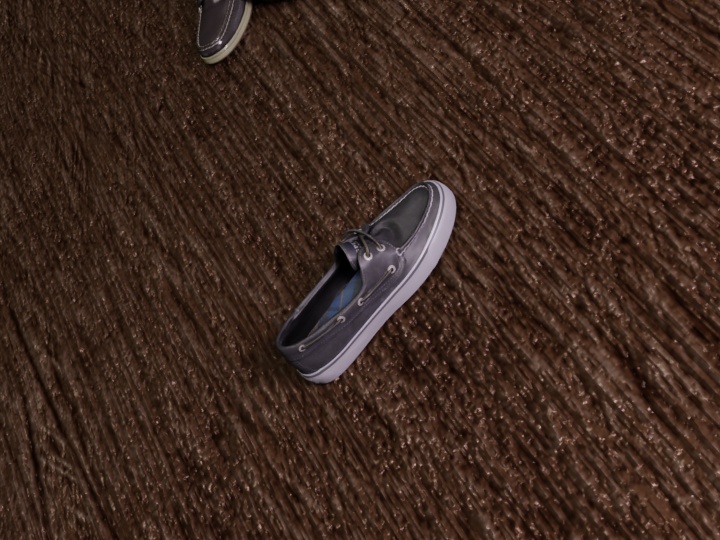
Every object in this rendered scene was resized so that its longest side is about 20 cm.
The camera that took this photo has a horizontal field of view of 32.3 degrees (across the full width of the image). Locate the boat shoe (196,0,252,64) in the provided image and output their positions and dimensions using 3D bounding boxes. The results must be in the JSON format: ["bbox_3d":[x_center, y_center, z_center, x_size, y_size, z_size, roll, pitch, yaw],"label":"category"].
[{"bbox_3d":[-0.160,-0.326,1.402,0.073,0.065,0.202,-14,55,33],"label":"boat shoe"}]

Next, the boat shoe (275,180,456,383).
[{"bbox_3d":[0.000,0.000,1.036,0.200,0.066,0.070,-50,42,3],"label":"boat shoe"}]
